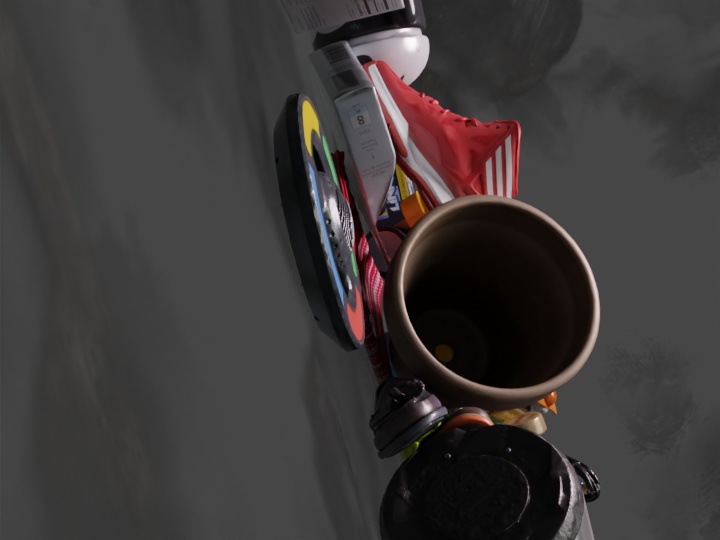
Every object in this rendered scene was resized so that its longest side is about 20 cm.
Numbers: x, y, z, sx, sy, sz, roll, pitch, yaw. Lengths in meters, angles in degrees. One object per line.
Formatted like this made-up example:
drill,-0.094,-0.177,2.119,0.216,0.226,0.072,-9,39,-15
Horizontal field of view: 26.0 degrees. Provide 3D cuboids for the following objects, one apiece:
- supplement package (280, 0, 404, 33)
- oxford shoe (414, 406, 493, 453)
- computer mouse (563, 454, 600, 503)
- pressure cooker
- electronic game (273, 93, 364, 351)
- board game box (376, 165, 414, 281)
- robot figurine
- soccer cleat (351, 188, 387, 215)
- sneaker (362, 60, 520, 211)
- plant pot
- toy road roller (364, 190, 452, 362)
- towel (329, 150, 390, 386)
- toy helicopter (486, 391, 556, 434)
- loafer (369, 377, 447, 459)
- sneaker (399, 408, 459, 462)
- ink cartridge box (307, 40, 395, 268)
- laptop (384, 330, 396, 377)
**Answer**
supplement package,-0.038,-0.327,1.393,0.200,0.110,0.157,56,22,-77
oxford shoe,0.075,0.166,1.415,0.200,0.071,0.073,114,-17,-54
computer mouse,0.145,0.202,1.408,0.200,0.034,0.059,-28,-100,58
pressure cooker,0.118,0.252,1.314,0.177,0.177,0.201,-101,174,-47
electronic game,-0.027,-0.037,1.198,0.200,0.041,0.202,-13,90,-85
board game box,0.042,-0.069,1.917,0.165,0.056,0.202,66,12,-73
robot figurine,-0.001,-0.279,1.621,0.150,0.124,0.202,-9,86,-82
soccer cleat,0.019,-0.142,1.706,0.068,0.080,0.201,71,8,-47
sneaker,0.088,-0.138,1.540,0.201,0.115,0.078,61,-6,12
plant pot,0.105,0.051,1.481,0.175,0.199,0.202,123,-42,-65
toy road roller,0.103,0.006,1.661,0.201,0.145,0.123,59,12,8
towel,0.000,0.000,1.497,0.201,0.022,0.145,72,8,-45
toy helicopter,0.159,0.154,1.642,0.200,0.131,0.079,-168,-119,-79
loafer,0.032,0.124,1.384,0.063,0.072,0.200,55,-2,6
sneaker,0.070,0.187,1.597,0.084,0.073,0.202,-132,-150,-69
ink cartridge box,0.009,-0.108,1.526,0.160,0.047,0.201,-115,-176,-64
laptop,0.102,0.147,1.751,0.116,0.199,0.189,-14,-91,62
